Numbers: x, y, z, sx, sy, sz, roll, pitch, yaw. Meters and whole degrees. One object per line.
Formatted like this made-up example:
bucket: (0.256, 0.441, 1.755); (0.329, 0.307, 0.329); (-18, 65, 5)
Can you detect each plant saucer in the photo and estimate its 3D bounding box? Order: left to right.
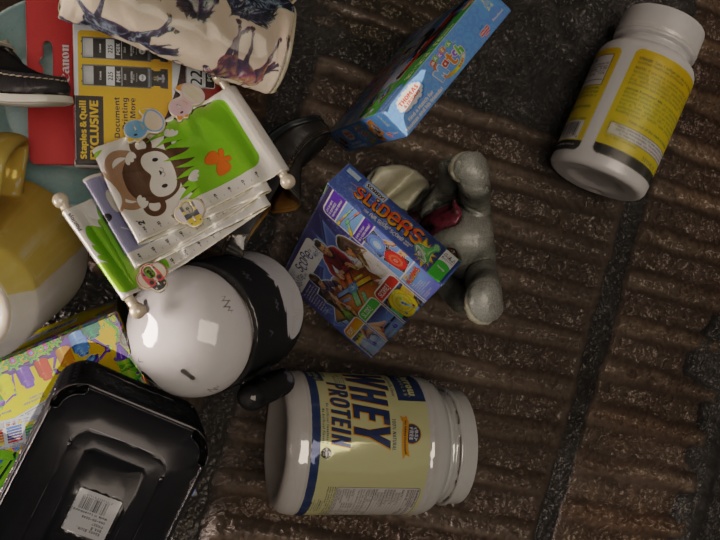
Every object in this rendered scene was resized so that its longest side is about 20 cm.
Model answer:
plant saucer: (-0.284, -0.164, 0.773); (0.200, 0.039, 0.202); (-1, 95, -17)

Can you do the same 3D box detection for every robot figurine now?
robot figurine: (-0.132, 0.048, 0.749); (0.150, 0.200, 0.125); (14, 102, 18)

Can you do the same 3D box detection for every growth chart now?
growth chart: (-0.159, -0.074, 0.676); (0.200, 0.018, 0.145); (-41, 88, -17)

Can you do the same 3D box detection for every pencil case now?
pencil case: (-0.152, -0.221, 0.659); (0.199, 0.078, 0.090); (16, 74, -19)

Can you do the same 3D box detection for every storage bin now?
storage bin: (-0.229, 0.194, 0.665); (0.135, 0.094, 0.200); (27, 88, -17)

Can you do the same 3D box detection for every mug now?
mug: (-0.337, -0.010, 0.690); (0.149, 0.153, 0.187); (-18, 112, -2)

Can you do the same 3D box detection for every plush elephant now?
plush elephant: (0.062, -0.033, 0.831); (0.154, 0.200, 0.165); (-6, 95, 8)

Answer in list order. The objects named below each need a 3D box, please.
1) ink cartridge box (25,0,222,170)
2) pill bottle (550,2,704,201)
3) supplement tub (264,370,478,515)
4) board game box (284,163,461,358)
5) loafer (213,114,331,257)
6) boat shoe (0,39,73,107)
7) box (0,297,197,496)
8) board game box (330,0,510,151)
ink cartridge box: (-0.219, -0.193, 0.725); (0.175, 0.084, 0.201); (-1, 95, -17)
pill bottle: (0.308, -0.192, 0.901); (0.114, 0.114, 0.200); (25, 88, -16)
supplement tub: (0.008, 0.182, 0.830); (0.199, 0.145, 0.146); (5, 93, -17)
board game box: (0.000, 0.000, 0.770); (0.135, 0.200, 0.034); (42, 59, 3)
loafer: (-0.088, -0.084, 0.792); (0.072, 0.073, 0.200); (38, 59, 9)
boat shoe: (-0.335, -0.178, 0.683); (0.199, 0.074, 0.061); (12, 98, 23)
box: (-0.289, 0.157, 0.754); (0.200, 0.122, 0.193); (-23, 100, -14)
board game box: (0.049, -0.190, 0.782); (0.037, 0.200, 0.151); (41, 83, -14)
